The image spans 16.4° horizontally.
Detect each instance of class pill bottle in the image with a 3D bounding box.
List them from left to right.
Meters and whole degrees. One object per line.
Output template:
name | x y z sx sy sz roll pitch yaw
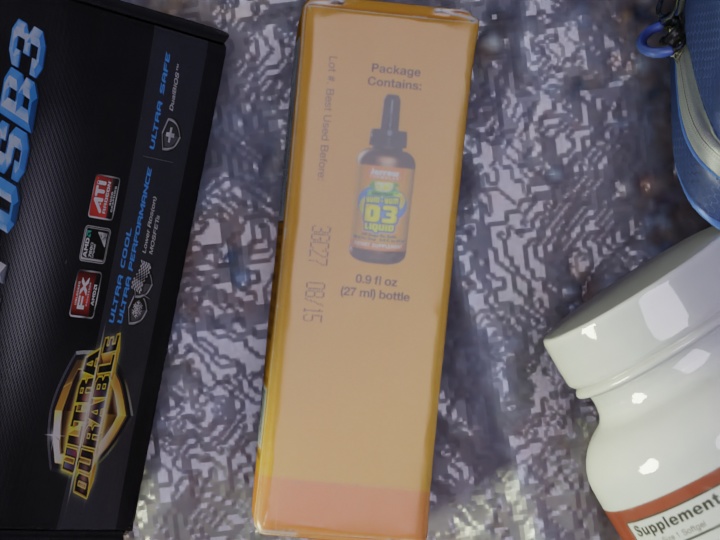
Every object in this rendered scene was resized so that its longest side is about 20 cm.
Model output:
pill bottle | 0.155 0.088 0.928 0.112 0.112 0.200 -32 92 -2

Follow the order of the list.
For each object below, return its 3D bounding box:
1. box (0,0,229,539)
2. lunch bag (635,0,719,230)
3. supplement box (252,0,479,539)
box | -0.137 -0.006 0.875 0.050 0.198 0.201 13 91 32
lunch bag | 0.200 -0.078 0.905 0.199 0.133 0.136 8 50 -3
supplement box | 0.000 0.000 0.942 0.066 0.069 0.201 6 92 -4
